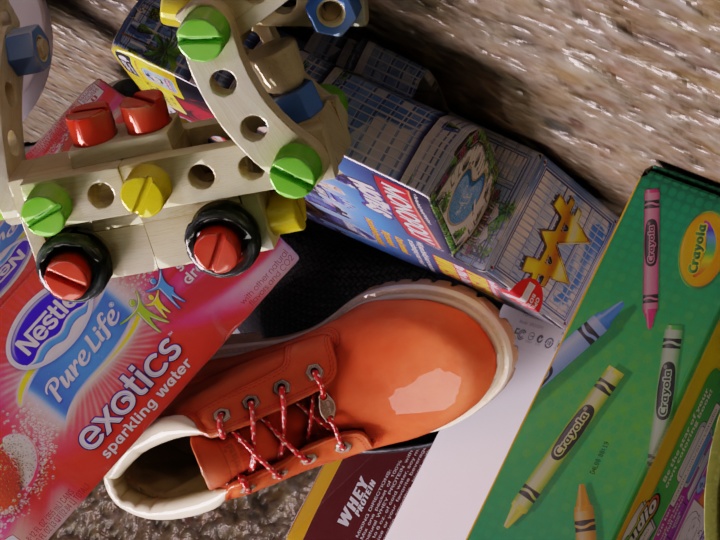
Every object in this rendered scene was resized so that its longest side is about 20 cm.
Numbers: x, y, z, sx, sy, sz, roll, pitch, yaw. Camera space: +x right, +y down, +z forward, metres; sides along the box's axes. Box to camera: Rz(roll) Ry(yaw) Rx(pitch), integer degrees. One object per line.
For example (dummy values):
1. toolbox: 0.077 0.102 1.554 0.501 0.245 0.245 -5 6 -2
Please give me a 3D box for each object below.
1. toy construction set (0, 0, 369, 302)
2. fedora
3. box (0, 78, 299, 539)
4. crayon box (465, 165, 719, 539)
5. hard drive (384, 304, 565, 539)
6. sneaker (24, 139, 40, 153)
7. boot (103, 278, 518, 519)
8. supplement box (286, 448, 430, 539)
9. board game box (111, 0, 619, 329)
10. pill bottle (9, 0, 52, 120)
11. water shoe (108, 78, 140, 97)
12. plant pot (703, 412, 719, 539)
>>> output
1. toy construction set: -0.086 -0.063 0.906 0.200 0.092 0.131 -2 118 28
2. fedora: 0.000 0.000 1.193 0.200 0.201 0.092 23 141 28
3. box: -0.140 0.024 1.080 0.100 0.200 0.095 44 176 -30
4. crayon box: 0.115 0.072 0.972 0.058 0.200 0.119 22 171 28
5. hard drive: 0.089 0.077 1.093 0.025 0.200 0.132 33 171 -36
6. sneaker: -0.122 -0.035 1.273 0.200 0.089 0.079 -12 -174 -20
7. boot: -0.025 0.066 1.083 0.200 0.107 0.075 -18 104 30
8. supplement box: 0.095 0.106 1.283 0.133 0.197 0.200 31 171 -28
9. board game box: 0.011 -0.052 1.033 0.200 0.062 0.200 25 172 12
10. pill bottle: -0.220 -0.114 1.197 0.120 0.120 0.200 29 173 -16
11. water shoe: -0.100 -0.017 1.364 0.079 0.071 0.200 -29 94 42
12. plant pot: 0.236 0.083 0.762 0.200 0.201 0.193 23 -176 27
